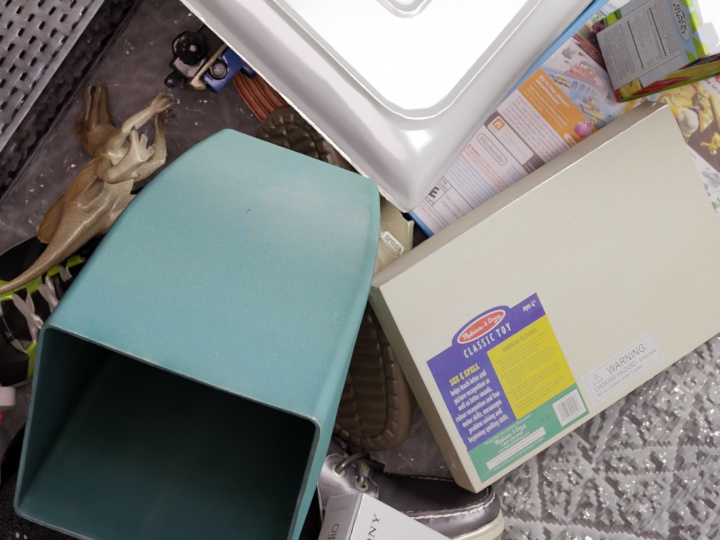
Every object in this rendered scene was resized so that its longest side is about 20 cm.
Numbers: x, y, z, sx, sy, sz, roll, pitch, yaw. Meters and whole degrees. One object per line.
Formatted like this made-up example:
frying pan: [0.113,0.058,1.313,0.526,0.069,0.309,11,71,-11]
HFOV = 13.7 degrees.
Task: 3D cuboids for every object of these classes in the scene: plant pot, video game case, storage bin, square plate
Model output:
plant pot: [-0.067,0.034,1.515,0.141,0.142,0.200,20,44,5]
video game case: [0.136,-0.058,1.677,0.200,0.018,0.143,-43,95,-3]
storage bin: [-0.201,-0.118,1.623,0.094,0.135,0.200,33,86,1]
square plate: [0.015,-0.166,1.616,0.198,0.028,0.200,44,64,-7]

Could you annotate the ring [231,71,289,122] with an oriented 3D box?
ring: [0.017,-0.152,1.689,0.200,0.019,0.201,0,86,0]

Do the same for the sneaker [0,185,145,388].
sneaker: [-0.150,-0.002,1.643,0.200,0.083,0.072,-33,87,-3]

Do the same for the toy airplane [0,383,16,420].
toy airplane: [-0.273,0.070,1.529,0.200,0.141,0.199,42,85,5]

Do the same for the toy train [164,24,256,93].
toy train: [-0.033,-0.169,1.665,0.046,0.034,0.200,44,85,-11]

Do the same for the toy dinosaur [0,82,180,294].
toy dinosaur: [-0.139,-0.037,1.607,0.101,0.200,0.058,-26,115,30]

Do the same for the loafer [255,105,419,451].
loafer: [0.000,0.000,1.644,0.076,0.067,0.201,1,109,37]

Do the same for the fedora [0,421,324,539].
fedora: [-0.123,0.139,1.581,0.200,0.092,0.201,-1,87,22]

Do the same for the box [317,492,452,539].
box: [0.047,0.222,1.583,0.200,0.036,0.145,29,65,-27]

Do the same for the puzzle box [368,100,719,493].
puzzle box: [0.109,0.013,1.626,0.200,0.025,0.133,-32,111,-18]

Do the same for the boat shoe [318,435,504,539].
boat shoe: [-0.021,0.122,1.639,0.199,0.072,0.065,0,106,4]

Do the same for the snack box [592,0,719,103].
snack box: [0.241,-0.149,1.611,0.199,0.142,0.053,-17,88,-16]
